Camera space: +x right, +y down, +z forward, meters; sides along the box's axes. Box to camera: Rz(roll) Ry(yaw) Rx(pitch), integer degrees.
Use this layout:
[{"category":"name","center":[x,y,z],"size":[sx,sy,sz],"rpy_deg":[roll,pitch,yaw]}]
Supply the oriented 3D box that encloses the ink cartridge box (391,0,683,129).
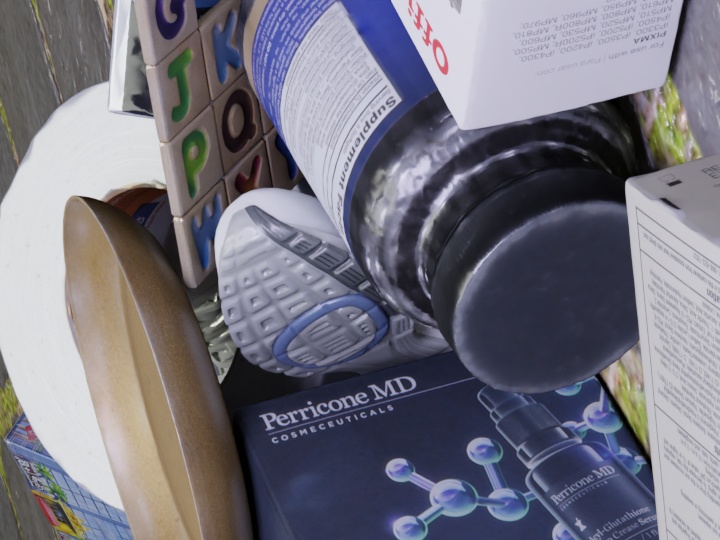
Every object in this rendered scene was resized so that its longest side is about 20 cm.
[{"category":"ink cartridge box","center":[0.051,-0.168,0.966],"size":[0.200,0.083,0.147],"rpy_deg":[96,154,-51]}]

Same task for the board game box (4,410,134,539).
[{"category":"board game box","center":[-0.061,0.151,1.526],"size":[0.199,0.062,0.200],"rpy_deg":[11,142,33]}]

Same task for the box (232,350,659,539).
[{"category":"box","center":[0.050,0.139,1.136],"size":[0.107,0.148,0.200],"rpy_deg":[92,157,-45]}]

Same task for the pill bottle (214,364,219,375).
[{"category":"pill bottle","center":[-0.102,0.085,1.693],"size":[0.200,0.112,0.113],"rpy_deg":[171,85,-74]}]

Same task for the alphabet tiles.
[{"category":"alphabet tiles","center":[-0.031,-0.114,1.173],"size":[0.008,0.200,0.168],"rpy_deg":[10,126,27]}]

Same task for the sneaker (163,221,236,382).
[{"category":"sneaker","center":[-0.060,0.026,1.462],"size":[0.200,0.073,0.116],"rpy_deg":[-10,-100,-68]}]

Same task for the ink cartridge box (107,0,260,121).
[{"category":"ink cartridge box","center":[-0.036,-0.119,1.212],"size":[0.039,0.200,0.100],"rpy_deg":[9,102,26]}]

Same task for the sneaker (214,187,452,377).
[{"category":"sneaker","center":[0.000,0.000,1.186],"size":[0.200,0.074,0.087],"rpy_deg":[29,-135,-56]}]

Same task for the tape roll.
[{"category":"tape roll","center":[-0.073,0.010,1.300],"size":[0.200,0.066,0.201],"rpy_deg":[6,100,36]}]

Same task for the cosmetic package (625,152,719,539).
[{"category":"cosmetic package","center":[0.141,0.070,0.891],"size":[0.104,0.073,0.201],"rpy_deg":[-135,33,-61]}]

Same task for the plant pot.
[{"category":"plant pot","center":[-0.081,0.063,1.195],"size":[0.200,0.027,0.201],"rpy_deg":[165,90,-76]}]

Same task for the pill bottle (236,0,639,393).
[{"category":"pill bottle","center":[0.036,-0.048,1.082],"size":[0.200,0.111,0.112],"rpy_deg":[-122,23,-46]}]
